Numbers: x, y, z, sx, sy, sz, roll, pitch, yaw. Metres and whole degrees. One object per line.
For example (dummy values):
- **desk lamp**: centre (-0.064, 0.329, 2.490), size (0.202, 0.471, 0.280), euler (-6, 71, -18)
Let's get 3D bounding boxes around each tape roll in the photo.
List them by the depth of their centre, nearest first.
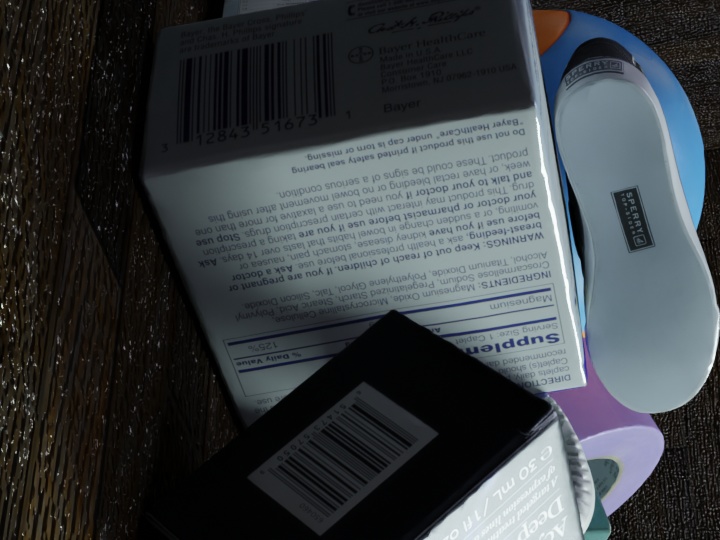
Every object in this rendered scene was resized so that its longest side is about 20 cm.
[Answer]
- **tape roll**: centre (0.094, 0.129, 1.182), size (0.085, 0.199, 0.200), euler (60, -2, 27)

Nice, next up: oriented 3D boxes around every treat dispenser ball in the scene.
- **treat dispenser ball**: centre (0.109, -0.057, 1.088), size (0.201, 0.198, 0.203), euler (-8, 90, -81)

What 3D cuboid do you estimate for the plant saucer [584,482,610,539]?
- **plant saucer**: centre (0.114, 0.173, 1.110), size (0.201, 0.019, 0.070), euler (103, -28, -56)

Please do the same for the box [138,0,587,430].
- **box**: centre (0.008, -0.028, 0.882), size (0.201, 0.182, 0.106), euler (73, 11, -46)

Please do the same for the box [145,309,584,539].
- **box**: centre (0.016, 0.149, 0.793), size (0.107, 0.148, 0.201), euler (31, -30, 40)

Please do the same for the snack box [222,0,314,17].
- **snack box**: centre (-0.033, -0.100, 1.047), size (0.201, 0.067, 0.170), euler (-90, 170, -47)

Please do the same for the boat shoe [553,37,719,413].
- **boat shoe**: centre (0.135, -0.024, 0.903), size (0.066, 0.069, 0.201), euler (-81, 154, -57)

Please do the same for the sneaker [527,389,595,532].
- **sneaker**: centre (0.070, 0.126, 0.956), size (0.199, 0.079, 0.130), euler (25, -35, 53)
